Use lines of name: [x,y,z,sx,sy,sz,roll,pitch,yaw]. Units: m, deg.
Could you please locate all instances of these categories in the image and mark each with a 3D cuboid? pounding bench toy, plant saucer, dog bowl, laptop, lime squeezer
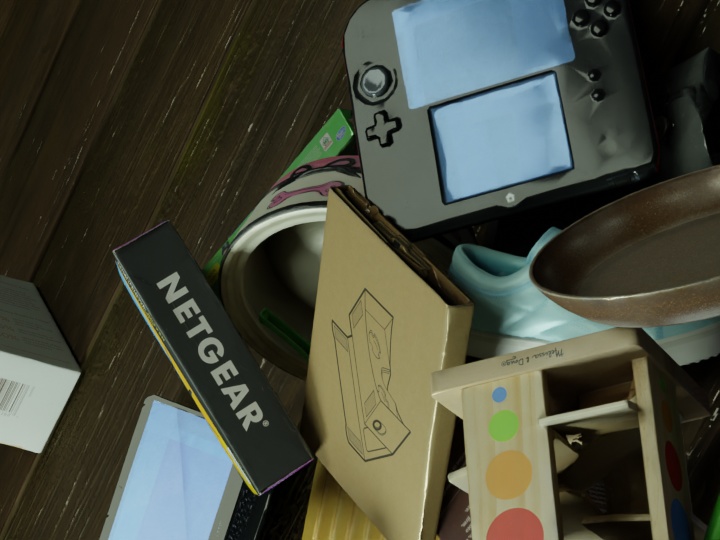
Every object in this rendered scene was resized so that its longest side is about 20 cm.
pounding bench toy: [0.156,0.126,0.902,0.199,0.124,0.157,-16,60,24]
plant saucer: [0.191,-0.015,0.908,0.200,0.200,0.032,0,114,54]
dog bowl: [0.000,0.000,1.216,0.200,0.200,0.074,-36,29,39]
laptop: [-0.148,0.210,1.379,0.200,0.103,0.178,-167,95,-78]
lime squeezer: [0.018,0.085,1.211,0.038,0.199,0.071,-51,-21,-47]

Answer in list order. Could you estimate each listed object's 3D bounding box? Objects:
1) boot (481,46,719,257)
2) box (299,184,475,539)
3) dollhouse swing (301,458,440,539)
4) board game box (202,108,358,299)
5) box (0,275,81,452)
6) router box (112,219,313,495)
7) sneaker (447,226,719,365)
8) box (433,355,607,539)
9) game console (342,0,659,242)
boot: [0.171,-0.038,1.106,0.200,0.065,0.166,-22,59,43]
box: [0.013,0.068,1.094,0.163,0.021,0.201,45,136,48]
dollhouse swing: [-0.036,0.194,1.198,0.200,0.181,0.177,-13,74,51]
board game box: [-0.023,-0.043,1.306,0.200,0.134,0.029,-47,58,30]
box: [-0.408,0.084,1.765,0.107,0.152,0.200,-62,35,14]
router box: [-0.109,0.068,1.224,0.051,0.201,0.149,-31,-4,-9]
sneaker: [0.139,0.016,1.049,0.199,0.074,0.082,1,110,29]
box: [0.108,0.153,1.070,0.100,0.075,0.200,-56,41,21]
game console: [0.088,-0.121,1.094,0.199,0.031,0.178,-15,68,21]
